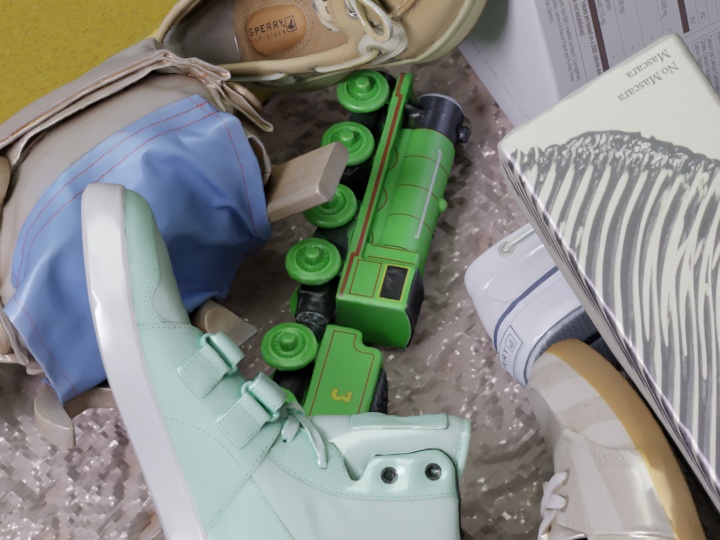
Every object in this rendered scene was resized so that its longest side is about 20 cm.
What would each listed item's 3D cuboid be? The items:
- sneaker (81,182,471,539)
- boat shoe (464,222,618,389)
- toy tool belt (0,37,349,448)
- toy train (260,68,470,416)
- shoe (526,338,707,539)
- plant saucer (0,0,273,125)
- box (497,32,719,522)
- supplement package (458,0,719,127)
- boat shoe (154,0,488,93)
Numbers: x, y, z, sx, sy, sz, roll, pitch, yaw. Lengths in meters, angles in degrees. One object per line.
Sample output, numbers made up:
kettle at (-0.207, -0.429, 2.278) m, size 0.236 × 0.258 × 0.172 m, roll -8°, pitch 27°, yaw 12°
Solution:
sneaker at (-0.026, 0.049, 1.000) m, size 0.118 × 0.074 × 0.201 m, roll -21°, pitch 93°, yaw -2°
boat shoe at (0.129, -0.032, 1.065) m, size 0.199 × 0.074 × 0.067 m, roll -29°, pitch 54°, yaw -7°
toy tool belt at (-0.104, 0.004, 1.069) m, size 0.200 × 0.125 × 0.123 m, roll -45°, pitch 43°, yaw -19°
toy train at (0.000, 0.000, 1.101) m, size 0.056 × 0.042 × 0.201 m, roll 9°, pitch 55°, yaw 10°
shoe at (0.093, 0.106, 0.969) m, size 0.053 × 0.070 × 0.201 m, roll -17°, pitch 52°, yaw -9°
plant saucer at (-0.146, -0.104, 1.217) m, size 0.200 × 0.049 × 0.200 m, roll -43°, pitch 53°, yaw -18°
box at (0.133, 0.023, 0.976) m, size 0.082 × 0.068 × 0.201 m, roll -33°, pitch 74°, yaw -1°
supplement package at (0.131, -0.156, 1.112) m, size 0.199 × 0.151 × 0.152 m, roll -27°, pitch 50°, yaw -6°
boat shoe at (-0.013, -0.107, 1.076) m, size 0.062 × 0.200 × 0.074 m, roll -9°, pitch 81°, yaw -30°
